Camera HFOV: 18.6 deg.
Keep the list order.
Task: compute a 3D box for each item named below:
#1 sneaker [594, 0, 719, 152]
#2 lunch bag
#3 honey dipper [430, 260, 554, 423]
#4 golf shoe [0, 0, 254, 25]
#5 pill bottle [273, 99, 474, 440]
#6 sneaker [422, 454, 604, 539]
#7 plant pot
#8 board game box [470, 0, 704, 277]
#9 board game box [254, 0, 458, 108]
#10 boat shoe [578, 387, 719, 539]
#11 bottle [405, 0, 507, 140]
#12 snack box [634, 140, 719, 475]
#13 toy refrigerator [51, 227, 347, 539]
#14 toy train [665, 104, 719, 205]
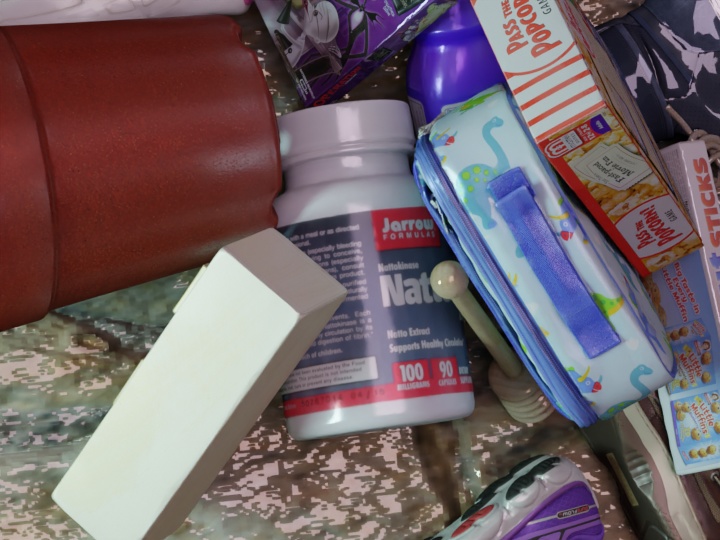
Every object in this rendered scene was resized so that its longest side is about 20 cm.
[{"bbox_3d":[0.215,-0.083,1.455,0.146,0.077,0.203,-30,98,-5],"label":"sneaker"},{"bbox_3d":[0.107,-0.011,1.299,0.082,0.161,0.200,-31,98,7],"label":"lunch bag"},{"bbox_3d":[0.082,0.043,1.354,0.038,0.200,0.038,-8,64,16],"label":"honey dipper"},{"bbox_3d":[-0.166,-0.170,1.400,0.200,0.075,0.092,4,112,-17],"label":"golf shoe"},{"bbox_3d":[0.000,0.000,1.376,0.119,0.120,0.200,-7,85,-12],"label":"pill bottle"},{"bbox_3d":[0.075,0.200,1.390,0.200,0.081,0.084,-35,96,-14],"label":"sneaker"},{"bbox_3d":[-0.161,-0.069,1.325,0.195,0.201,0.201,-12,85,-20],"label":"plant pot"},{"bbox_3d":[0.128,-0.102,1.288,0.046,0.200,0.152,-28,59,12],"label":"board game box"},{"bbox_3d":[-0.028,-0.216,1.372,0.120,0.032,0.200,-36,69,28],"label":"board game box"},{"bbox_3d":[0.188,0.096,1.431,0.075,0.075,0.203,-27,97,-21],"label":"boat shoe"},{"bbox_3d":[0.071,-0.116,1.393,0.083,0.065,0.200,-23,116,-19],"label":"bottle"},{"bbox_3d":[0.206,0.024,1.375,0.024,0.072,0.200,-7,82,-34],"label":"snack box"},{"bbox_3d":[-0.099,0.073,1.316,0.070,0.076,0.200,40,113,10],"label":"toy refrigerator"},{"bbox_3d":[0.248,-0.003,1.391,0.085,0.116,0.200,-31,117,14],"label":"toy train"}]
